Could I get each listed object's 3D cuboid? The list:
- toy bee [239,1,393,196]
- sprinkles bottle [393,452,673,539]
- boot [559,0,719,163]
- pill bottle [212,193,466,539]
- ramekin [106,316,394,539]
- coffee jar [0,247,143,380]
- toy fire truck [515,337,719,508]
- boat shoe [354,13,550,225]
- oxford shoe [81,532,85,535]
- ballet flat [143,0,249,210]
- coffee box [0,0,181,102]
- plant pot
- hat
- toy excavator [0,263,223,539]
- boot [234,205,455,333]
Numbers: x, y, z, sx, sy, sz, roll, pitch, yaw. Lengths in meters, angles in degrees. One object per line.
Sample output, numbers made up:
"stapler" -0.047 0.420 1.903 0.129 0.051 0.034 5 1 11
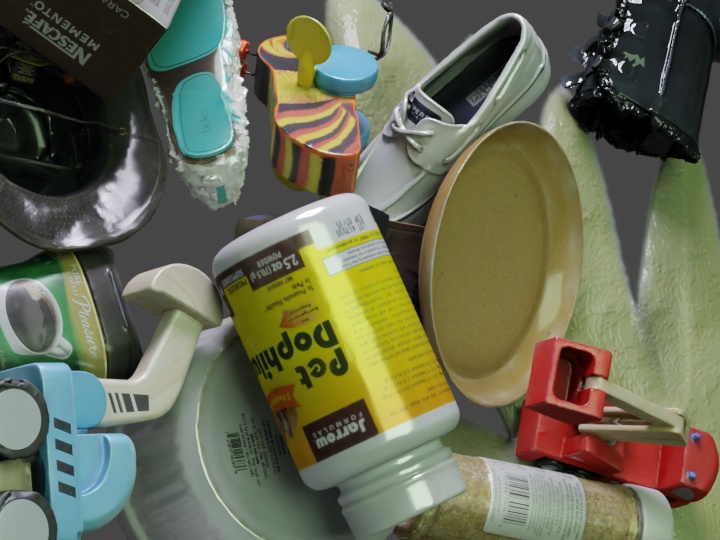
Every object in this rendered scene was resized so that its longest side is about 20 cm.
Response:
"toy bee" -0.042 -0.119 1.788 0.108 0.200 0.132 9 105 2
"sprinkles bottle" 0.119 0.170 1.791 0.199 0.068 0.069 13 68 -24
"boot" 0.259 -0.155 1.969 0.197 0.073 0.163 25 61 -12
"pill bottle" -0.008 0.062 1.609 0.109 0.109 0.201 -22 85 -32
"ramekin" -0.057 0.120 1.690 0.199 0.105 0.202 9 71 -26
"coffee jar" -0.237 0.046 1.627 0.199 0.085 0.105 -10 73 -30
"toy fire truck" 0.182 0.110 1.799 0.199 0.141 0.049 20 68 -23
"boat shoe" 0.048 -0.103 1.802 0.073 0.065 0.200 37 81 30
"oxford shoe" -0.240 0.150 1.599 0.199 0.074 0.071 -9 78 -30
"ballet flat" -0.110 -0.119 1.754 0.071 0.072 0.201 16 43 -23
"coffee box" -0.167 -0.222 1.714 0.114 0.080 0.201 35 38 -13
"plant pot" 0.095 -0.005 1.808 0.200 0.027 0.202 -17 111 -53
"hat" -0.224 -0.085 1.680 0.200 0.081 0.202 21 49 -27
"toy excavator" -0.170 0.093 1.563 0.199 0.100 0.196 3 78 -40
"boot" 0.000 0.000 1.784 0.200 0.096 0.075 36 65 -50
